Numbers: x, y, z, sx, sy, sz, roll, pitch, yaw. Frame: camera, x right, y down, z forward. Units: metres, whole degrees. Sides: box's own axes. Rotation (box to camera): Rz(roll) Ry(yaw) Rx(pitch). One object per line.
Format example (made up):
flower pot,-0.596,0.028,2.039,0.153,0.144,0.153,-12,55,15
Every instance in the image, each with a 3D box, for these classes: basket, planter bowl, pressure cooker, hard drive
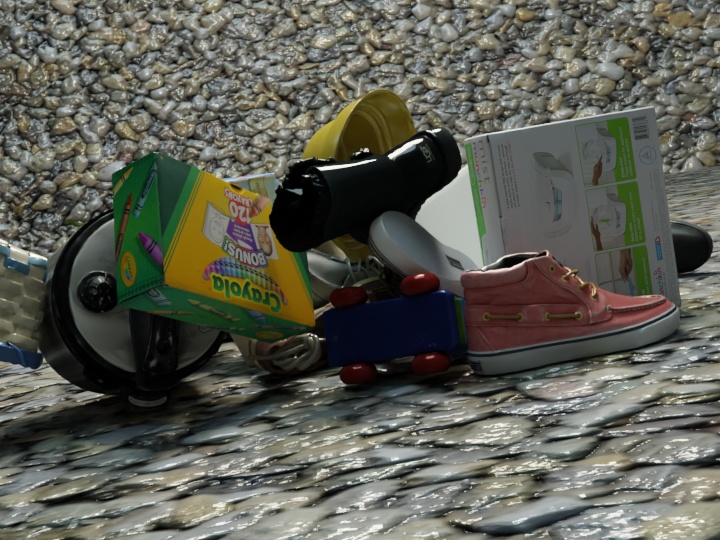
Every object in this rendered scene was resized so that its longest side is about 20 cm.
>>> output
basket,-0.369,0.068,0.875,0.139,0.202,0.176,17,-13,-40
planter bowl,-0.013,-0.109,1.126,0.083,0.202,0.200,10,15,29
pressure cooker,-0.217,0.032,0.936,0.179,0.176,0.200,-48,13,-26
hard drive,0.140,-0.052,1.129,0.200,0.132,0.026,-39,-8,-38

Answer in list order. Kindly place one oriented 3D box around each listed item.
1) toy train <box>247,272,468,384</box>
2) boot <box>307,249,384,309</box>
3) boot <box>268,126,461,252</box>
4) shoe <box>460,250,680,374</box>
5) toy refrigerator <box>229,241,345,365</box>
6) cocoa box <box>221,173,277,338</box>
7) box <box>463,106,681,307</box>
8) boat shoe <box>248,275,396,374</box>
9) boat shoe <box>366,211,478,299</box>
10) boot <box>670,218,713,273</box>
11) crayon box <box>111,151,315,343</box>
toy train,0.009,0.061,0.901,0.199,0.085,0.116,-11,-9,25
boot,0.000,0.000,1.047,0.095,0.074,0.199,-36,-35,23
boot,-0.016,-0.061,0.927,0.167,0.077,0.200,-20,-10,-31
shoe,0.183,0.025,0.847,0.198,0.092,0.071,-11,6,-12
toy refrigerator,-0.081,0.017,1.099,0.075,0.070,0.200,-18,23,21
cocoa box,-0.162,-0.020,1.283,0.130,0.202,0.133,-9,6,-7
box,0.210,-0.049,0.981,0.175,0.202,0.097,-11,6,-7
boat shoe,-0.010,0.058,0.977,0.199,0.073,0.072,-16,15,-18
boat shoe,0.054,0.002,0.930,0.066,0.070,0.200,-36,-26,19
boot,0.291,-0.011,1.118,0.164,0.066,0.199,5,15,37
crayon box,-0.126,-0.014,0.868,0.058,0.120,0.199,-20,-23,30
